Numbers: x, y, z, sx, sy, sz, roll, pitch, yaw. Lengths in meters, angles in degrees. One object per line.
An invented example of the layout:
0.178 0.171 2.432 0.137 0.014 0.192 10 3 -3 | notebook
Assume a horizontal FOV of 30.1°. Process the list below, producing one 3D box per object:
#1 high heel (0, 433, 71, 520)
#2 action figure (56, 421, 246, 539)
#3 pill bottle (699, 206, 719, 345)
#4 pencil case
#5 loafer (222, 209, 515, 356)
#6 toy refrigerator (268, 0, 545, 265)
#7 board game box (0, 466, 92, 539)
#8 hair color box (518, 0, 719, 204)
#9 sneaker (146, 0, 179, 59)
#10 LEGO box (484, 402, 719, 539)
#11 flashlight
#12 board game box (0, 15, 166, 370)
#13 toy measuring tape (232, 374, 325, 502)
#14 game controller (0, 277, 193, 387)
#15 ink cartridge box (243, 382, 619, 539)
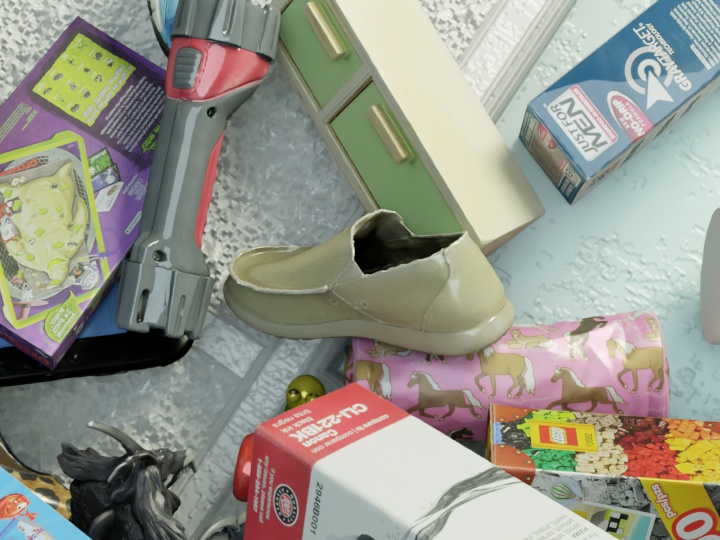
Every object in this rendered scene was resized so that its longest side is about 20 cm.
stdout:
-0.224 0.081 0.836 0.198 0.071 0.144 20 77 1 | high heel
-0.115 0.157 0.769 0.118 0.102 0.202 27 130 28 | action figure
0.306 0.011 0.786 0.197 0.111 0.113 5 85 3 | pill bottle
0.089 0.070 0.805 0.197 0.087 0.084 -5 105 3 | pencil case
0.000 0.000 0.790 0.198 0.076 0.069 5 115 33 | loafer
0.020 -0.094 0.818 0.070 0.076 0.202 -25 82 -39 | toy refrigerator
-0.228 0.184 0.760 0.195 0.201 0.056 36 46 9 | board game box
0.191 -0.130 0.811 0.199 0.100 0.061 -39 83 -1 | hair color box
-0.069 -0.220 0.848 0.089 0.078 0.202 26 87 2 | sneaker
0.138 0.185 0.757 0.147 0.077 0.203 3 111 4 | LEGO box
-0.097 -0.062 0.798 0.067 0.068 0.203 11 90 -12 | flashlight
-0.181 -0.052 0.822 0.119 0.032 0.201 30 63 6 | board game box
-0.050 0.163 0.813 0.072 0.074 0.203 10 85 4 | toy measuring tape
-0.202 0.017 0.819 0.197 0.042 0.106 -6 79 -19 | game controller
0.033 0.172 0.689 0.199 0.083 0.146 26 120 36 | ink cartridge box
